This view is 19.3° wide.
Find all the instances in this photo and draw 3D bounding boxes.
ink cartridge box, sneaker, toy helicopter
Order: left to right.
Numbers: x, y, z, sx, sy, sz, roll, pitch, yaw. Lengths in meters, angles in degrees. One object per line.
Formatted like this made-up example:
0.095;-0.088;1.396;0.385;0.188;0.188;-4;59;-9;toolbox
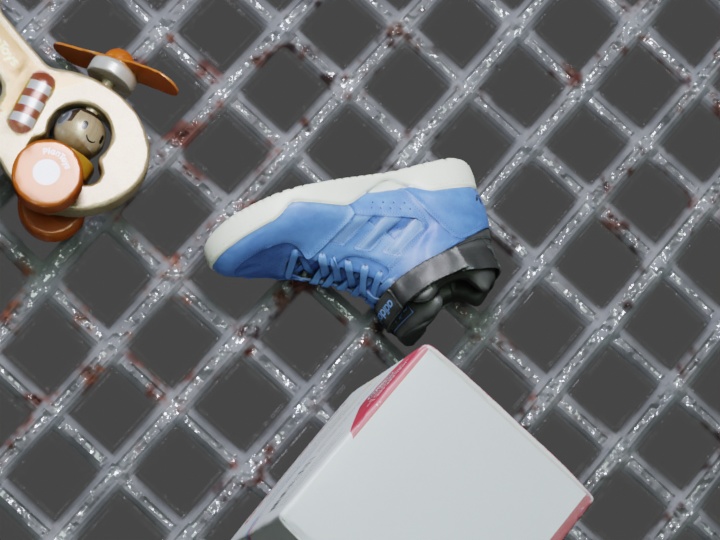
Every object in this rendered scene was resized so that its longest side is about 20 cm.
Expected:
-0.213;-0.128;1.427;0.132;0.079;0.200;-36;79;-14;toy helicopter
0.000;-0.001;1.437;0.198;0.077;0.112;-13;71;-20;sneaker
0.025;0.159;1.345;0.144;0.200;0.146;42;74;-3;ink cartridge box
